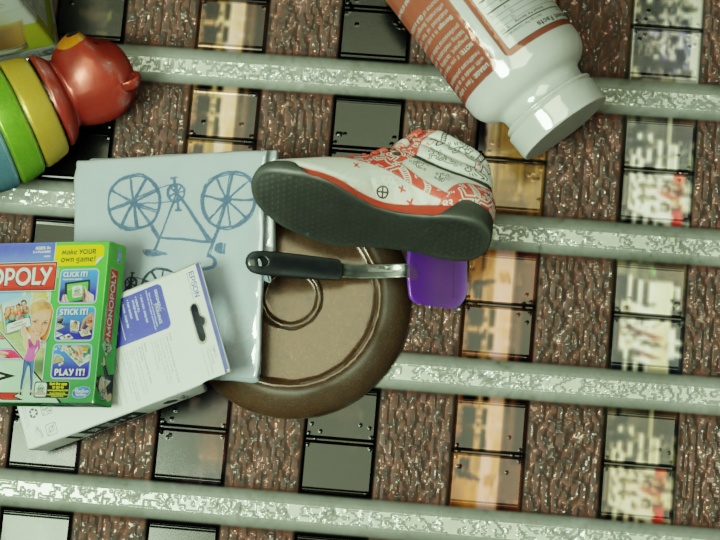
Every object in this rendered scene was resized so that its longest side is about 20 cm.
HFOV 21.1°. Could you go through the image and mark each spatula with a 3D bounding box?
[{"bbox_3d":[0.000,0.000,1.589,0.200,0.021,0.057,3,78,-20],"label":"spatula"}]

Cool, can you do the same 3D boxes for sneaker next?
[{"bbox_3d":[0.014,-0.073,1.596,0.201,0.067,0.108,12,41,-2],"label":"sneaker"}]

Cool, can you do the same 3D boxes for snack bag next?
[{"bbox_3d":[-0.157,-0.001,1.614,0.188,0.021,0.200,-2,83,22],"label":"snack bag"}]

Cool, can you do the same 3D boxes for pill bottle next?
[{"bbox_3d":[0.112,-0.196,1.607,0.112,0.112,0.200,-35,81,-2],"label":"pill bottle"}]

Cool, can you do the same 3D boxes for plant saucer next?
[{"bbox_3d":[-0.057,0.024,1.624,0.200,0.034,0.200,-1,80,3],"label":"plant saucer"}]

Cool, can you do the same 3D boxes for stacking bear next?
[{"bbox_3d":[-0.284,-0.135,1.626,0.200,0.121,0.114,-26,111,-11],"label":"stacking bear"}]

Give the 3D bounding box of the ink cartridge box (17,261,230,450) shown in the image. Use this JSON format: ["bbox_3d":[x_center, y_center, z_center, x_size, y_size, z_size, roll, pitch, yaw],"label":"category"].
[{"bbox_3d":[-0.196,0.072,1.589,0.200,0.039,0.100,-21,76,21],"label":"ink cartridge box"}]

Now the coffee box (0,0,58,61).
[{"bbox_3d":[-0.379,-0.285,1.606,0.200,0.198,0.200,-9,81,2],"label":"coffee box"}]

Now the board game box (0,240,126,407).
[{"bbox_3d":[-0.292,0.045,1.599,0.200,0.029,0.135,-2,79,25],"label":"board game box"}]
